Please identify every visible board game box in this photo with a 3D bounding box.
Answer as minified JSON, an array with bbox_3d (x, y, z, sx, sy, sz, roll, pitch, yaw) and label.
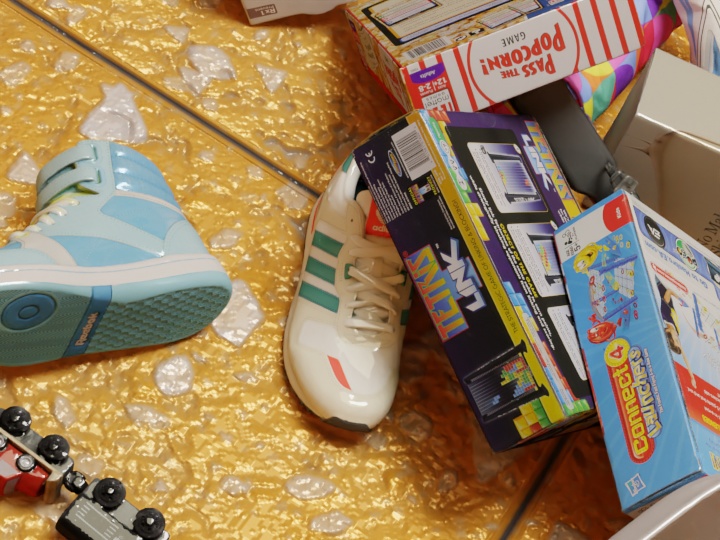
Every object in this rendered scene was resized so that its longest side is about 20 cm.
[{"bbox_3d":[0.082,-0.159,1.343,0.151,0.046,0.200,-21,20,-3],"label":"board game box"},{"bbox_3d":[0.093,0.003,1.246,0.165,0.057,0.200,-2,65,-62],"label":"board game box"},{"bbox_3d":[0.211,0.078,1.245,0.200,0.056,0.196,30,39,-42],"label":"board game box"}]

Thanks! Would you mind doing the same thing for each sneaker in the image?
[{"bbox_3d":[0.000,0.000,1.266,0.070,0.093,0.200,14,50,-10],"label":"sneaker"},{"bbox_3d":[0.255,-0.185,1.450,0.072,0.072,0.200,-35,116,-44],"label":"sneaker"},{"bbox_3d":[-0.184,-0.017,1.215,0.200,0.080,0.131,-1,52,-42],"label":"sneaker"}]

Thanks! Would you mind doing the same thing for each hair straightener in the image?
[{"bbox_3d":[0.160,-0.043,1.343,0.041,0.077,0.200,-30,97,0],"label":"hair straightener"}]

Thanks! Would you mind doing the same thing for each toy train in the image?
[{"bbox_3d":[-0.195,0.104,1.155,0.200,0.034,0.046,36,61,8],"label":"toy train"}]

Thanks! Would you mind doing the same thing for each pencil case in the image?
[{"bbox_3d":[0.165,-0.163,1.459,0.088,0.088,0.200,35,48,8],"label":"pencil case"}]

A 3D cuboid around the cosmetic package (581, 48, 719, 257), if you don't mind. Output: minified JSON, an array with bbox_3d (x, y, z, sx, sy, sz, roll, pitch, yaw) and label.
[{"bbox_3d":[0.265,-0.058,1.404,0.200,0.104,0.073,23,50,-1],"label":"cosmetic package"}]

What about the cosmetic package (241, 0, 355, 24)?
[{"bbox_3d":[-0.045,-0.278,1.449,0.107,0.090,0.200,-14,51,6],"label":"cosmetic package"}]

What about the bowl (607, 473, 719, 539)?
[{"bbox_3d":[0.168,0.225,1.110,0.200,0.075,0.200,-37,107,-17],"label":"bowl"}]
